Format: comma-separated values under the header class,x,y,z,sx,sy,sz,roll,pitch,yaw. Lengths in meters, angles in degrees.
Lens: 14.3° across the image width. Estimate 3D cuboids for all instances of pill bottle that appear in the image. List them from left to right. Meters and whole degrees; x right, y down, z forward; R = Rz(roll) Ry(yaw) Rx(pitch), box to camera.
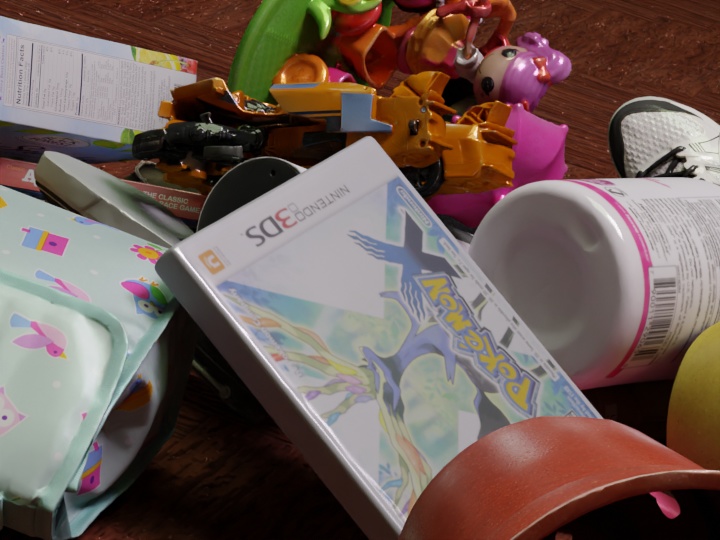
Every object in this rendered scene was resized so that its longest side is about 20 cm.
class,x,y,z,sx,sy,sz,roll,pitch,yaw
pill bottle,0.158,0.005,1.583,0.113,0.114,0.200,27,18,35

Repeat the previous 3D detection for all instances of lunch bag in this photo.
class,x,y,z,sx,sy,sz,roll,pitch,yaw
lunch bag,-0.179,0.044,1.338,0.170,0.122,0.200,21,25,9

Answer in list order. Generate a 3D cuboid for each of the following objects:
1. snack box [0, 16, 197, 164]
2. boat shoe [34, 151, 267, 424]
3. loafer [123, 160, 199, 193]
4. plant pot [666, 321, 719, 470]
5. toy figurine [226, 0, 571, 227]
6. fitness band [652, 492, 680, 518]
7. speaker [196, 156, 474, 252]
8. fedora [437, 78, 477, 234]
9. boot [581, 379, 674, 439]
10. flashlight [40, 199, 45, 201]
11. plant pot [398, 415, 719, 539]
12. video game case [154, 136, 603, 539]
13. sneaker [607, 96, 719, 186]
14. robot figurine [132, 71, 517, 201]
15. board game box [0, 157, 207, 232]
class,x,y,z,sx,sy,sz,roll,pitch,yaw
snack box,-0.224,-0.106,1.721,0.168,0.068,0.200,-3,-6,38
boat shoe,-0.114,0.007,1.558,0.200,0.064,0.071,39,13,26
loafer,-0.058,-0.033,1.776,0.199,0.070,0.075,20,17,14
plant pot,0.246,0.087,1.506,0.141,0.201,0.200,5,8,35
toy figurine,0.051,-0.109,1.686,0.184,0.200,0.150,30,-15,28
fitness band,0.130,0.149,1.419,0.143,0.038,0.200,12,18,-12
speaker,0.000,0.000,1.536,0.081,0.081,0.200,28,5,37
fedora,0.060,-0.032,1.793,0.091,0.201,0.201,-24,30,-14
boot,0.133,0.058,1.682,0.199,0.066,0.175,-1,31,-47
flashlight,-0.102,0.004,1.630,0.199,0.068,0.068,14,37,-2
plant pot,0.100,0.153,1.145,0.200,0.202,0.195,12,8,-12
video game case,0.016,0.040,1.392,0.200,0.022,0.182,51,38,5
sneaker,0.213,-0.033,1.745,0.200,0.076,0.088,55,15,22
robot figurine,-0.023,-0.070,1.561,0.199,0.059,0.145,0,-11,30
board game box,-0.111,-0.027,1.682,0.199,0.020,0.103,11,-13,3
